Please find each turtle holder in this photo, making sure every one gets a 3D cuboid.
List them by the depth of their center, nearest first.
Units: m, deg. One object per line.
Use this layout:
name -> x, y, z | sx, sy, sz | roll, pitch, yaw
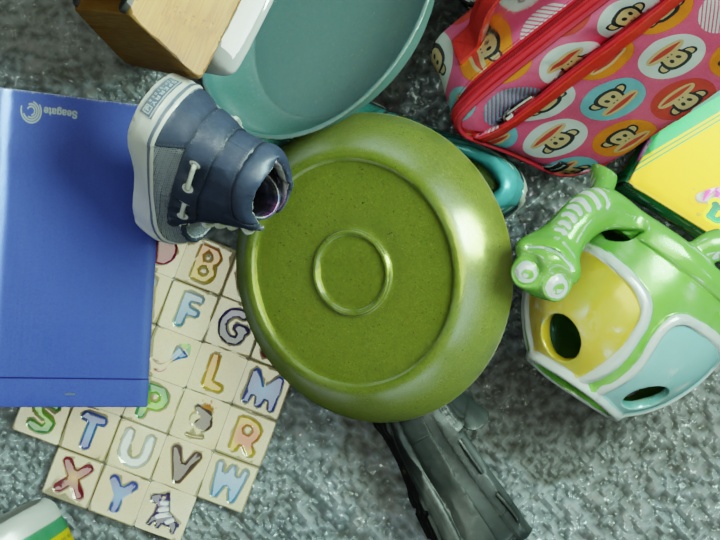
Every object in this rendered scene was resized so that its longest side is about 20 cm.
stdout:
turtle holder -> 0.170, 0.020, 1.354 | 0.141, 0.186, 0.132 | 35, 87, 10

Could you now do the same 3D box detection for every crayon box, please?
crayon box -> 0.286, -0.056, 1.423 | 0.200, 0.058, 0.119 | 31, 88, -2

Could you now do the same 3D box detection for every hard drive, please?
hard drive -> -0.190, -0.012, 1.373 | 0.132, 0.025, 0.200 | 3, 89, -43

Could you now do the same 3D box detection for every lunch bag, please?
lunch bag -> 0.147, -0.151, 1.331 | 0.200, 0.176, 0.082 | -37, 53, 30

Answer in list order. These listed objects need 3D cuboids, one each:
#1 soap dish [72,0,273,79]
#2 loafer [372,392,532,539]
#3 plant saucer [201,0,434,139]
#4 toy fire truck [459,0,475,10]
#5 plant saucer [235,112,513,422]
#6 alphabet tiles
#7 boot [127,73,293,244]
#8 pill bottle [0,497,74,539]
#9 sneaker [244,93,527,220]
soap dish -> -0.106, -0.203, 1.333 | 0.081, 0.200, 0.157 | 26, 89, -21
loafer -> 0.050, 0.103, 1.409 | 0.070, 0.068, 0.201 | -26, 96, -11
plant saucer -> -0.020, -0.172, 1.372 | 0.036, 0.200, 0.200 | 27, 88, -45
toy fire truck -> 0.141, -0.269, 1.399 | 0.200, 0.129, 0.176 | -16, 91, 7
plant saucer -> 0.000, 0.000, 1.349 | 0.200, 0.031, 0.200 | 3, 97, 28
alphabet tiles -> -0.133, 0.073, 1.428 | 0.166, 0.006, 0.200 | 21, 89, -2
boot -> -0.090, -0.046, 1.328 | 0.090, 0.200, 0.073 | 35, 77, 12
pill bottle -> -0.205, 0.259, 1.371 | 0.113, 0.113, 0.200 | -27, 92, -3
sneaker -> 0.014, -0.078, 1.398 | 0.200, 0.080, 0.078 | 12, 89, 2
